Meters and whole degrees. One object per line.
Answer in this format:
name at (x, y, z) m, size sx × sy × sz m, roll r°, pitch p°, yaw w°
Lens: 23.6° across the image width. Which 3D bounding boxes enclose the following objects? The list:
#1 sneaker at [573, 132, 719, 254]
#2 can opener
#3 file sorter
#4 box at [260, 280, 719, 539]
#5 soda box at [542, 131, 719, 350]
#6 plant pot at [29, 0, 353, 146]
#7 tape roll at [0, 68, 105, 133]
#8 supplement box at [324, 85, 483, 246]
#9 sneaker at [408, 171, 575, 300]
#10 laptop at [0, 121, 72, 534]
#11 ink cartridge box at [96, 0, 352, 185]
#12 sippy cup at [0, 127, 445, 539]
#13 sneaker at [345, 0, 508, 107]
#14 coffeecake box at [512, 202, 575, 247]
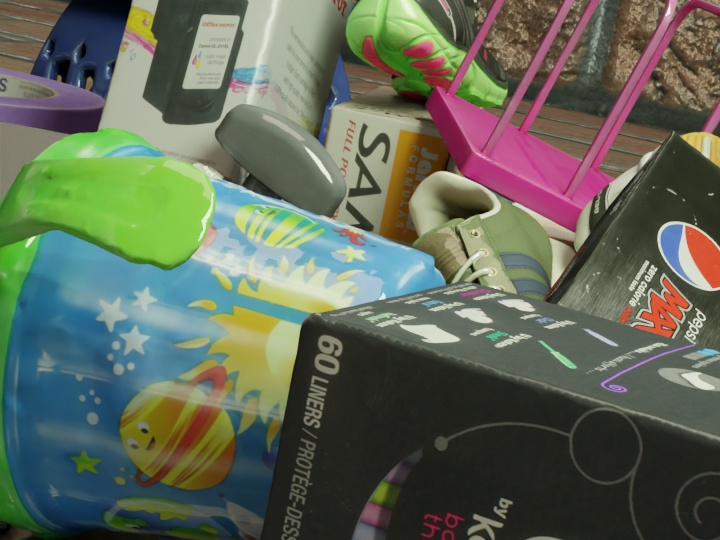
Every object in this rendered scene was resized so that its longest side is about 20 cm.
sneaker at (0.176, 0.032, 0.808) m, size 0.087 × 0.201 × 0.076 m, roll -30°, pitch 11°, yaw 28°
can opener at (0.000, 0.000, 0.826) m, size 0.200 × 0.067 × 0.053 m, roll 39°, pitch 15°, yaw 3°
file sorter at (0.156, -0.077, 0.876) m, size 0.199 × 0.126 × 0.139 m, roll 26°, pitch 14°, yaw -13°
box at (0.081, 0.088, 0.454) m, size 0.199 × 0.123 × 0.106 m, roll 15°, pitch 12°, yaw 25°
soda box at (0.099, 0.031, 0.657) m, size 0.071 × 0.063 × 0.200 m, roll 38°, pitch 43°, yaw 2°
plant pot at (-0.123, -0.142, 1.282) m, size 0.199 × 0.181 × 0.199 m, roll 20°, pitch 16°, yaw 41°
tape roll at (-0.266, -0.083, 1.097) m, size 0.198 × 0.086 × 0.200 m, roll 9°, pitch 11°, yaw -2°
supplement box at (0.020, -0.039, 1.035) m, size 0.073 × 0.127 × 0.200 m, roll 12°, pitch 10°, yaw 6°
sneaker at (0.053, 0.023, 0.748) m, size 0.090 × 0.067 × 0.201 m, roll 38°, pitch 24°, yaw -17°
laptop at (-0.201, -0.024, 0.577) m, size 0.198 × 0.104 × 0.178 m, roll 9°, pitch 54°, yaw -8°
ink cartridge box at (-0.075, -0.094, 0.945) m, size 0.082 × 0.201 × 0.146 m, roll 12°, pitch -6°, yaw 13°
sippy cup at (-0.043, 0.031, 0.561) m, size 0.129 × 0.141 × 0.178 m, roll 11°, pitch 8°, yaw 20°
sneaker at (0.048, -0.144, 0.996) m, size 0.076 × 0.084 × 0.200 m, roll 10°, pitch -3°, yaw 13°
coffeecake box at (0.148, 0.013, 1.025) m, size 0.153 × 0.074 × 0.200 m, roll 16°, pitch 12°, yaw 18°
